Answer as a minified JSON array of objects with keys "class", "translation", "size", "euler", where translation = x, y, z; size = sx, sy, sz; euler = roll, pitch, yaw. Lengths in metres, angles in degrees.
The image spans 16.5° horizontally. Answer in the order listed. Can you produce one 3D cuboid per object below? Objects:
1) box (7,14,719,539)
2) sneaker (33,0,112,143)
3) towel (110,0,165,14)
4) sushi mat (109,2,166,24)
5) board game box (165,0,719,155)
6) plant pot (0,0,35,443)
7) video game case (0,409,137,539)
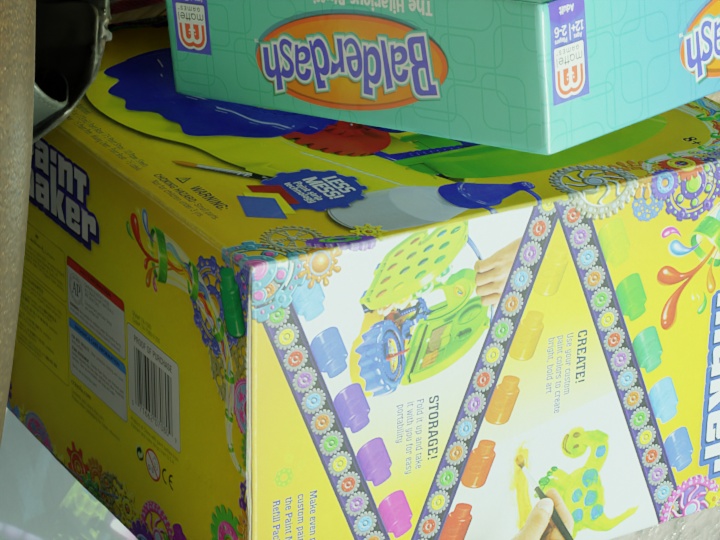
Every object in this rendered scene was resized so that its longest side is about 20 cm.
[{"class":"box","translation":[0.000,0.000,0.790],"size":[0.192,0.200,0.123],"euler":[-13,117,-29]},{"class":"sneaker","translation":[-0.145,-0.022,0.723],"size":[0.075,0.106,0.201],"euler":[26,75,-62]},{"class":"towel","translation":[-0.011,-0.128,0.777],"size":[0.146,0.199,0.030],"euler":[-23,91,-47]},{"class":"sushi mat","translation":[-0.088,-0.100,0.867],"size":[0.200,0.012,0.096],"euler":[-41,142,-20]},{"class":"board game box","translation":[0.063,-0.088,0.763],"size":[0.199,0.152,0.045],"euler":[-21,114,-42]},{"class":"plant pot","translation":[-0.157,-0.020,0.623],"size":[0.186,0.186,0.201],"euler":[-17,101,-42]},{"class":"video game case","translation":[-0.067,0.101,0.890],"size":[0.023,0.181,0.201],"euler":[136,-25,-75]}]
